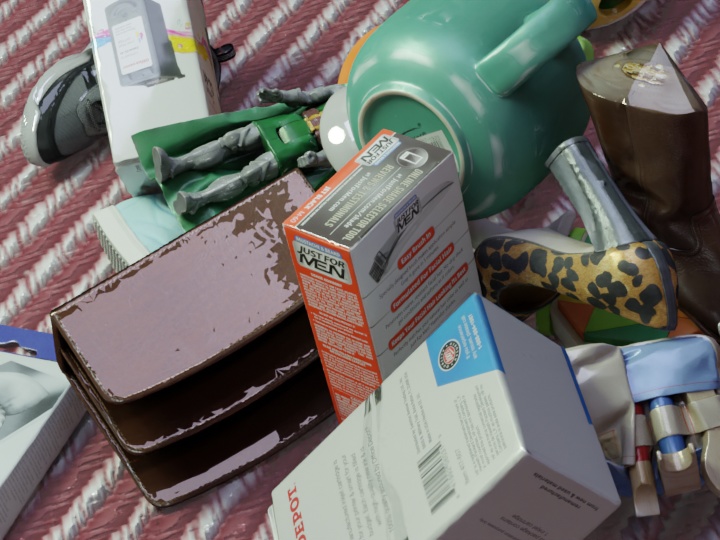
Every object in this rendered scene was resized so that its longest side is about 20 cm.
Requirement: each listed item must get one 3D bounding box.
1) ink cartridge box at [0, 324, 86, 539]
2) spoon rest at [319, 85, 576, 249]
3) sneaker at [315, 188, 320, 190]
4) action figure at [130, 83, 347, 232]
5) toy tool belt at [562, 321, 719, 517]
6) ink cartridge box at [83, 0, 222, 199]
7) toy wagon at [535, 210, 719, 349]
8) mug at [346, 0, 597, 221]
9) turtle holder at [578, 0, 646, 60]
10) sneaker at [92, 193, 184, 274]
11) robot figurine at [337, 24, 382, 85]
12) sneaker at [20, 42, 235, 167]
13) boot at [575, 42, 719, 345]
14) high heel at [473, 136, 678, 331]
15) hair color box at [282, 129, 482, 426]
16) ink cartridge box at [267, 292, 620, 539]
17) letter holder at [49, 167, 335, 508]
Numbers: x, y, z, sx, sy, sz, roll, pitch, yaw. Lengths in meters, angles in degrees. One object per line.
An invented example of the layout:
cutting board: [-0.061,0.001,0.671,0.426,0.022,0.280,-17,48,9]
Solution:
ink cartridge box: [-0.298,0.097,1.442,0.198,0.041,0.200,8,45,24]
spoon rest: [0.057,-0.065,1.444,0.199,0.061,0.100,32,51,-4]
sneaker: [0.000,0.000,1.454,0.199,0.078,0.077,18,64,36]
action figure: [-0.054,-0.095,1.456,0.199,0.055,0.118,-23,69,-23]
toy tool belt: [0.199,0.108,1.251,0.199,0.125,0.124,-10,74,9]
ink cartridge box: [-0.161,-0.166,1.561,0.085,0.148,0.201,-13,78,1]
toy wagon: [0.202,0.029,1.380,0.154,0.040,0.200,8,44,24]
mug: [0.067,-0.122,1.328,0.152,0.186,0.114,29,48,23]
turtle holder: [0.179,-0.260,1.644,0.131,0.142,0.186,11,45,25]
sneaker: [-0.135,-0.005,1.489,0.082,0.074,0.200,-27,43,-12]
robot figurine: [0.065,-0.130,1.546,0.199,0.116,0.145,21,95,35]
sneaker: [-0.192,-0.150,1.669,0.113,0.076,0.200,15,45,33]
boot: [0.227,-0.045,1.272,0.186,0.201,0.064,20,51,34]
high heel: [0.137,0.027,1.314,0.071,0.200,0.143,-11,57,-30]
hair color box: [0.024,0.022,1.313,0.064,0.201,0.111,21,50,34]
ink cartridge box: [0.044,0.138,1.188,0.200,0.084,0.146,-46,33,23]
letter holder: [-0.089,0.051,1.349,0.199,0.101,0.142,-31,74,-17]
